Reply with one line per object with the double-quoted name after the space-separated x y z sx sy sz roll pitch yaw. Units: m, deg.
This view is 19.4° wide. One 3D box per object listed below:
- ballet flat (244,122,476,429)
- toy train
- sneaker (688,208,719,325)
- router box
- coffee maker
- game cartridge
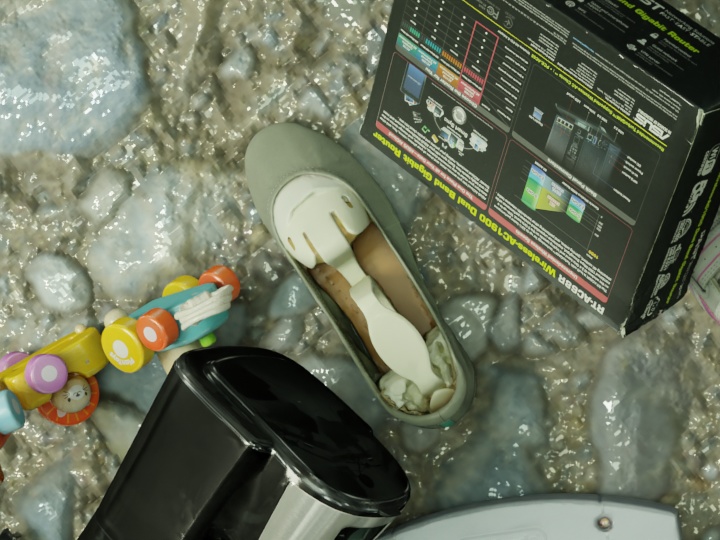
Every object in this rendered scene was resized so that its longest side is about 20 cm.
0.000 0.000 1.171 0.067 0.064 0.200 -34 86 7 "ballet flat"
-0.149 0.066 1.155 0.200 0.150 0.056 -25 101 3 "toy train"
0.219 0.001 1.120 0.200 0.088 0.081 37 109 6 "sneaker"
0.100 -0.085 1.090 0.200 0.062 0.150 40 136 25 "router box"
-0.098 0.141 1.134 0.192 0.135 0.200 32 106 4 "coffee maker"
0.087 0.194 1.176 0.200 0.041 0.133 -9 93 8 "game cartridge"
